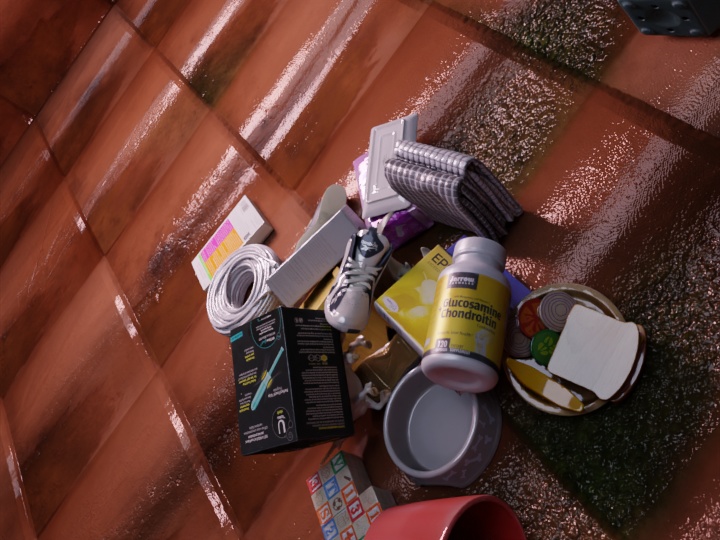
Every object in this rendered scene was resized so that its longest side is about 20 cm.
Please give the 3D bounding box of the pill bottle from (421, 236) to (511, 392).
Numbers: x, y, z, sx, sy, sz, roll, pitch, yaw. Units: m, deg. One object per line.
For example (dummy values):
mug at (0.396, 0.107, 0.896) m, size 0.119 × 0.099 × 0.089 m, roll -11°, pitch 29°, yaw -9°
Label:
pill bottle at (0.156, 0.061, 1.089) m, size 0.110 × 0.112 × 0.205 m, roll -7°, pitch 57°, yaw 37°

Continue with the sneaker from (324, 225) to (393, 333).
sneaker at (0.000, 0.000, 1.221) m, size 0.200 × 0.078 × 0.132 m, roll -60°, pitch -13°, yaw -58°

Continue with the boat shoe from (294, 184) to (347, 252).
boat shoe at (-0.079, -0.073, 1.519) m, size 0.063 × 0.070 × 0.205 m, roll 139°, pitch 153°, yaw -82°

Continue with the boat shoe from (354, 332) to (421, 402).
boat shoe at (0.061, 0.154, 1.273) m, size 0.200 × 0.069 × 0.072 m, roll -45°, pitch 70°, yaw 28°

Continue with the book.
book at (-0.291, -0.057, 1.706) m, size 0.201 × 0.048 × 0.134 m, roll -49°, pitch 43°, yaw 7°

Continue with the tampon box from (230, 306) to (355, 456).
tampon box at (-0.112, 0.179, 1.218) m, size 0.148 × 0.124 × 0.206 m, roll -23°, pitch 69°, yaw 42°

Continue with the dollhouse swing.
dollhouse swing at (-0.047, 0.116, 1.406) m, size 0.180 × 0.176 × 0.202 m, roll 38°, pitch 94°, yaw 4°

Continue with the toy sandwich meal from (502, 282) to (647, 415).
toy sandwich meal at (0.289, 0.107, 1.059) m, size 0.199 × 0.070 × 0.211 m, roll -6°, pitch 72°, yaw 17°

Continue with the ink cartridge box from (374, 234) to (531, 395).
ink cartridge box at (0.155, 0.054, 1.183) m, size 0.199 × 0.047 × 0.197 m, roll -42°, pitch 59°, yaw -9°

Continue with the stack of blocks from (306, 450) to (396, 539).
stack of blocks at (-0.002, 0.390, 1.202) m, size 0.115 × 0.058 × 0.202 m, roll -41°, pitch 47°, yaw 16°

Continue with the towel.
towel at (0.149, -0.123, 1.248) m, size 0.163 × 0.199 × 0.087 m, roll 21°, pitch 80°, yaw 43°

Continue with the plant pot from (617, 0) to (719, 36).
plant pot at (0.488, -0.474, 1.156) m, size 0.193 × 0.194 × 0.205 m, roll 20°, pitch 88°, yaw 44°

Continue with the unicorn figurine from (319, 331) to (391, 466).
unicorn figurine at (-0.017, 0.201, 1.259) m, size 0.137 × 0.072 × 0.205 m, roll -35°, pitch 58°, yaw 43°

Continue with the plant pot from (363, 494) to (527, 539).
plant pot at (0.104, 0.401, 1.025) m, size 0.175 × 0.198 × 0.206 m, roll -12°, pitch 59°, yaw 46°

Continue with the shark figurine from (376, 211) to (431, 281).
shark figurine at (0.089, 0.005, 1.302) m, size 0.212 × 0.090 × 0.130 m, roll 31°, pitch 81°, yaw 14°

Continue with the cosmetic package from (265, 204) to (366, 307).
cosmetic package at (-0.079, -0.028, 1.423) m, size 0.200 × 0.074 × 0.102 m, roll -44°, pitch 4°, yaw 10°

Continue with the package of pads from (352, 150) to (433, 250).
package of pads at (0.058, -0.148, 1.428) m, size 0.119 × 0.075 × 0.204 m, roll -31°, pitch 51°, yaw 26°

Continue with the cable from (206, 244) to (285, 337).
cable at (-0.234, 0.044, 1.584) m, size 0.202 × 0.069 × 0.200 m, roll -52°, pitch 44°, yaw 8°

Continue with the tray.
tray at (0.050, -0.196, 1.393) m, size 0.105 × 0.022 × 0.205 m, roll -12°, pitch 59°, yaw 32°

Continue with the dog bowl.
dog bowl at (0.119, 0.235, 1.181) m, size 0.196 × 0.058 × 0.205 m, roll -20°, pitch 57°, yaw 32°
